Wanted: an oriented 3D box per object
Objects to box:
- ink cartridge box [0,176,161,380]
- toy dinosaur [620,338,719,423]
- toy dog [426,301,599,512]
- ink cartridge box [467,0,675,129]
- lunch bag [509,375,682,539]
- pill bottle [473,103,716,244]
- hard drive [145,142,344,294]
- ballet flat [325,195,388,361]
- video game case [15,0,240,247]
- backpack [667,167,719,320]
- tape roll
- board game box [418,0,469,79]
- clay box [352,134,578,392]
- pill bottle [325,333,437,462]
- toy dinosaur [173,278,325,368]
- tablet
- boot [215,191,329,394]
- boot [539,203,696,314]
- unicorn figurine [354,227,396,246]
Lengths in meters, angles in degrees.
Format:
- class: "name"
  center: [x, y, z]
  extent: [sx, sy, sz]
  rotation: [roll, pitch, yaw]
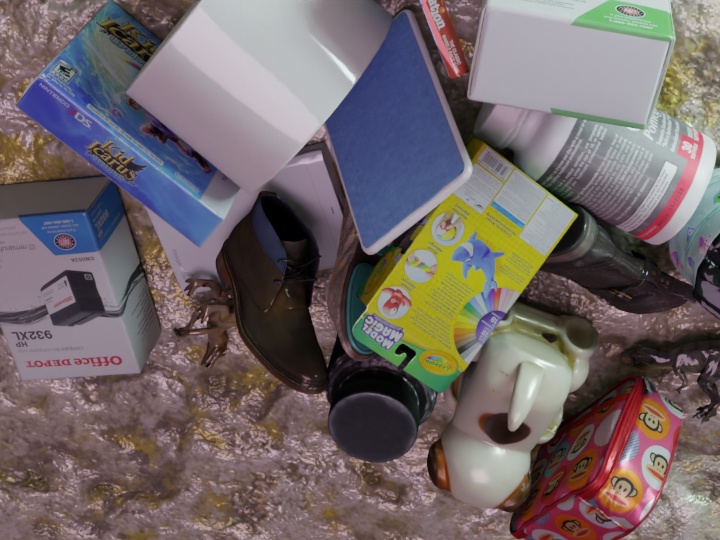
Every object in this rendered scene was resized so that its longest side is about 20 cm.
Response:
- class: "ink cartridge box"
  center: [-0.312, 0.011, 1.288]
  extent: [0.144, 0.084, 0.201]
  rotation: [-4, 121, 13]
- class: "toy dinosaur"
  center: [0.371, 0.101, 1.241]
  extent: [0.199, 0.048, 0.089]
  rotation: [-12, 112, 14]
- class: "toy dog"
  center: [0.150, 0.148, 1.229]
  extent: [0.139, 0.194, 0.201]
  rotation: [15, 116, -10]
- class: "ink cartridge box"
  center: [0.171, -0.208, 0.991]
  extent: [0.145, 0.200, 0.084]
  rotation: [10, 126, 4]
- class: "lunch bag"
  center: [0.245, 0.197, 1.246]
  extent: [0.082, 0.176, 0.200]
  rotation: [35, 144, -4]
- class: "pill bottle"
  center: [0.207, -0.113, 1.096]
  extent: [0.199, 0.111, 0.111]
  rotation: [26, 123, -7]
- class: "hard drive"
  center: [-0.111, -0.050, 1.246]
  extent: [0.199, 0.026, 0.132]
  rotation: [-10, 120, 16]
- class: "ballet flat"
  center: [0.000, 0.000, 1.170]
  extent: [0.068, 0.201, 0.067]
  rotation: [30, 147, -30]
- class: "video game case"
  center: [-0.190, -0.139, 1.113]
  extent: [0.200, 0.182, 0.045]
  rotation: [39, 120, -14]
- class: "backpack"
  center: [0.379, -0.007, 1.114]
  extent: [0.199, 0.127, 0.168]
  rotation: [18, 113, -19]
- class: "tape roll"
  center: [-0.088, -0.187, 1.052]
  extent: [0.139, 0.203, 0.203]
  rotation: [38, 121, -15]
- class: "board game box"
  center: [0.051, -0.236, 0.996]
  extent: [0.019, 0.200, 0.103]
  rotation: [-22, 117, 8]
- class: "clay box"
  center: [0.084, -0.003, 1.067]
  extent: [0.115, 0.048, 0.200]
  rotation: [34, 96, -21]
- class: "pill bottle"
  center: [0.026, 0.092, 1.205]
  extent: [0.111, 0.200, 0.112]
  rotation: [5, 123, 7]
- class: "toy dinosaur"
  center: [-0.132, 0.037, 1.280]
  extent: [0.101, 0.058, 0.200]
  rotation: [10, 146, -39]
- class: "tablet"
  center: [0.026, -0.126, 1.085]
  extent: [0.130, 0.201, 0.014]
  rotation: [-38, 142, 29]
- class: "boot"
  center: [-0.075, 0.018, 1.162]
  extent: [0.074, 0.200, 0.097]
  rotation: [-6, 139, -38]
- class: "boot"
  center: [0.204, -0.003, 1.179]
  extent: [0.174, 0.070, 0.200]
  rotation: [29, 167, -36]
- class: "unicorn figurine"
  center: [0.061, -0.025, 1.133]
  extent: [0.137, 0.201, 0.074]
  rotation: [30, 154, -19]
